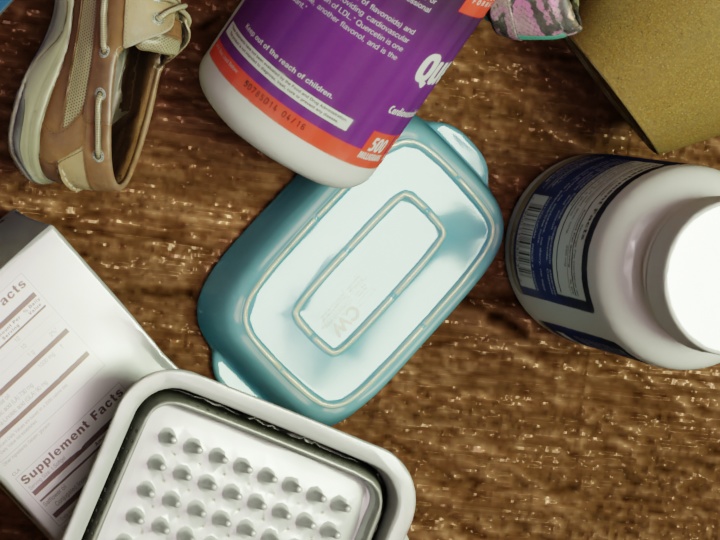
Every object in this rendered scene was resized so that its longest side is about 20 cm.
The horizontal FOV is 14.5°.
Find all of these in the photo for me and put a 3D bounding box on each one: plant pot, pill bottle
[{"bbox_3d":[0.217,-0.160,1.576,0.200,0.186,0.186,-39,105,2],"label":"plant pot"},{"bbox_3d":[0.009,-0.150,1.502,0.112,0.112,0.200,30,107,-18],"label":"pill bottle"},{"bbox_3d":[0.163,-0.005,1.548,0.111,0.200,0.111,-2,96,-18],"label":"pill bottle"}]

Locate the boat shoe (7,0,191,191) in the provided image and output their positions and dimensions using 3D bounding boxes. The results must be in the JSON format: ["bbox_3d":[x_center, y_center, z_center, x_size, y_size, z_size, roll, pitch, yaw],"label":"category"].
[{"bbox_3d":[-0.122,-0.135,1.500,0.072,0.076,0.200,20,98,24],"label":"boat shoe"}]

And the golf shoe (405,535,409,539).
[{"bbox_3d":[0.030,0.195,1.596,0.094,0.078,0.200,-16,109,-22],"label":"golf shoe"}]

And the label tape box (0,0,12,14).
[{"bbox_3d":[-0.222,-0.214,1.476,0.144,0.063,0.200,27,86,-18],"label":"label tape box"}]

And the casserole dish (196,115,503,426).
[{"bbox_3d":[0.000,0.000,1.582,0.121,0.039,0.200,45,82,-16],"label":"casserole dish"}]

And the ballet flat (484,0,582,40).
[{"bbox_3d":[0.124,-0.215,1.554,0.071,0.069,0.200,12,74,17],"label":"ballet flat"}]

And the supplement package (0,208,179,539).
[{"bbox_3d":[-0.149,0.079,1.500,0.110,0.114,0.200,-43,105,-9],"label":"supplement package"}]

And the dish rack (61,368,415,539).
[{"bbox_3d":[-0.079,0.162,1.449,0.171,0.044,0.200,23,89,-18],"label":"dish rack"}]
